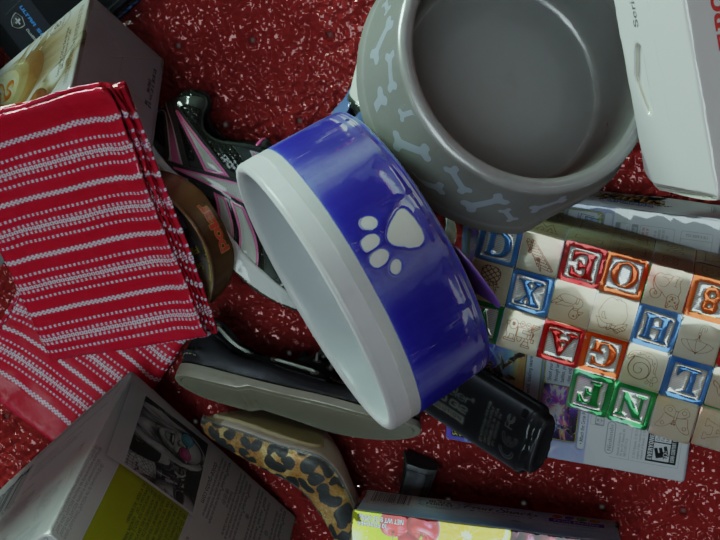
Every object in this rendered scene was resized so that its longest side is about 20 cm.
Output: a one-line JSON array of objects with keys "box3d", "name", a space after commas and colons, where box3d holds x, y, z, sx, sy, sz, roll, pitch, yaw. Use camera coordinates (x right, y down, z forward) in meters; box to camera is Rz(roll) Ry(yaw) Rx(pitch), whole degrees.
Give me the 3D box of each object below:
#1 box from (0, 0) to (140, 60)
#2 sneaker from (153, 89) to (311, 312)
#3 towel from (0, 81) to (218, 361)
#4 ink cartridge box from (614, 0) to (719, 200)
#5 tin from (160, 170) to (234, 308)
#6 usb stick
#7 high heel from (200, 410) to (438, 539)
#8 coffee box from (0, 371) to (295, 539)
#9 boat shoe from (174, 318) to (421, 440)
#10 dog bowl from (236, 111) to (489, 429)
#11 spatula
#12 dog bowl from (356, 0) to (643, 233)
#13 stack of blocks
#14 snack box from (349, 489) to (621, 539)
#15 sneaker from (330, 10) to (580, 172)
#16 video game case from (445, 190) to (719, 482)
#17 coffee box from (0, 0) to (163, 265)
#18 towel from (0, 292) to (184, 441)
[{"box3d": [-0.233, -0.278, 0.898, 0.198, 0.050, 0.201, -33, 96, 24], "name": "box"}, {"box3d": [-0.086, -0.055, 0.911, 0.200, 0.080, 0.086, 44, 95, -10], "name": "sneaker"}, {"box3d": [-0.193, -0.028, 0.834, 0.143, 0.023, 0.202, -8, 118, 18], "name": "towel"}, {"box3d": [0.267, -0.139, 0.726, 0.198, 0.084, 0.148, -18, 104, -11], "name": "ink cartridge box"}, {"box3d": [-0.176, -0.006, 0.907, 0.199, 0.042, 0.113, -18, 102, 38], "name": "tin"}, {"box3d": [0.058, 0.081, 0.886, 0.199, 0.032, 0.056, 30, 114, 37], "name": "usb stick"}, {"box3d": [-0.047, 0.197, 0.977, 0.198, 0.071, 0.144, 16, 105, 2], "name": "high heel"}, {"box3d": [-0.198, 0.251, 0.953, 0.199, 0.201, 0.198, -40, 107, 24], "name": "coffee box"}, {"box3d": [-0.044, 0.082, 0.942, 0.198, 0.073, 0.063, 13, 66, 8], "name": "boat shoe"}, {"box3d": [0.000, 0.000, 0.799, 0.078, 0.200, 0.202, -30, 98, -10], "name": "dog bowl"}, {"box3d": [0.057, -0.029, 0.814, 0.020, 0.200, 0.057, -35, 114, 10], "name": "spatula"}, {"box3d": [0.098, -0.127, 0.773, 0.198, 0.059, 0.203, 4, 76, -15], "name": "dog bowl"}, {"box3d": [0.171, 0.035, 0.819, 0.198, 0.059, 0.116, 16, 111, 12], "name": "stack of blocks"}, {"box3d": [0.089, 0.251, 0.905, 0.197, 0.053, 0.144, 5, 100, 9], "name": "snack box"}, {"box3d": [0.076, -0.124, 0.835, 0.197, 0.081, 0.116, 17, 113, 13], "name": "sneaker"}, {"box3d": [0.160, 0.041, 0.881, 0.179, 0.045, 0.202, 8, 109, 14], "name": "video game case"}, {"box3d": [-0.245, -0.094, 0.894, 0.199, 0.115, 0.080, -31, 129, 26], "name": "coffee box"}, {"box3d": [-0.232, 0.059, 1.011, 0.144, 0.022, 0.201, 37, 113, 2], "name": "towel"}]
